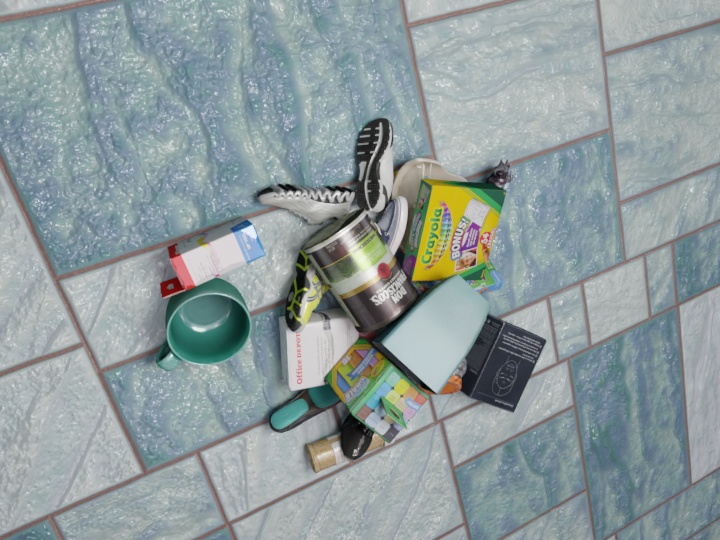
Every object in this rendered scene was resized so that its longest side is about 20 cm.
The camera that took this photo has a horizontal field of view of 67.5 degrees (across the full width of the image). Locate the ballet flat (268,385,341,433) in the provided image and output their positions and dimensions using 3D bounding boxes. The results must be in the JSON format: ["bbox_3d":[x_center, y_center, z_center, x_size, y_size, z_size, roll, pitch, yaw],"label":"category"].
[{"bbox_3d":[-0.109,0.294,1.190,0.200,0.073,0.073,-28,111,-13],"label":"ballet flat"}]

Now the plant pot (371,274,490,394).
[{"bbox_3d":[0.146,0.113,1.049,0.141,0.141,0.200,42,80,0],"label":"plant pot"}]

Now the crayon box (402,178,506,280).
[{"bbox_3d":[0.188,-0.079,1.096,0.172,0.058,0.200,-1,115,-24],"label":"crayon box"}]

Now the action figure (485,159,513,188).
[{"bbox_3d":[0.279,-0.169,1.198,0.200,0.069,0.130,-34,143,-28],"label":"action figure"}]

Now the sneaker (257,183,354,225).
[{"bbox_3d":[-0.109,-0.131,1.091,0.200,0.075,0.081,0,111,-21],"label":"sneaker"}]

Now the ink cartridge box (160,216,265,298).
[{"bbox_3d":[-0.291,-0.028,1.013,0.200,0.116,0.067,-25,110,-15],"label":"ink cartridge box"}]

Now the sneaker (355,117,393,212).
[{"bbox_3d":[0.035,-0.218,1.136,0.080,0.074,0.201,9,90,-62],"label":"sneaker"}]

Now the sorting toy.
[{"bbox_3d":[0.162,-0.140,1.184,0.180,0.107,0.201,-2,102,-29],"label":"sorting toy"}]

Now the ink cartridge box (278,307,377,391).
[{"bbox_3d":[-0.070,0.163,1.162,0.200,0.084,0.145,-7,104,-21],"label":"ink cartridge box"}]

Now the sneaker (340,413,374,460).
[{"bbox_3d":[0.010,0.322,1.203,0.075,0.079,0.200,22,69,3],"label":"sneaker"}]

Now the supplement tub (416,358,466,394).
[{"bbox_3d":[0.171,0.163,1.190,0.122,0.123,0.200,19,55,-24],"label":"supplement tub"}]

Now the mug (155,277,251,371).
[{"bbox_3d":[-0.308,0.092,1.029,0.185,0.114,0.152,-13,116,-16],"label":"mug"}]

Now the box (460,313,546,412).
[{"bbox_3d":[0.334,0.223,1.326,0.148,0.107,0.200,24,92,-25],"label":"box"}]

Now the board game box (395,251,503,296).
[{"bbox_3d":[0.195,0.002,1.204,0.200,0.151,0.037,-17,148,-17],"label":"board game box"}]

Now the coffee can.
[{"bbox_3d":[0.000,0.000,1.059,0.146,0.146,0.200,-36,104,-10],"label":"coffee can"}]

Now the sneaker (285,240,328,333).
[{"bbox_3d":[-0.096,0.035,1.095,0.076,0.075,0.200,28,63,-29],"label":"sneaker"}]

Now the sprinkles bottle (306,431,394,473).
[{"bbox_3d":[-0.022,0.400,1.245,0.200,0.068,0.068,-16,107,-17],"label":"sprinkles bottle"}]

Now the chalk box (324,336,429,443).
[{"bbox_3d":[0.038,0.241,1.069,0.124,0.200,0.125,-48,117,-5],"label":"chalk box"}]

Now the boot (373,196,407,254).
[{"bbox_3d":[0.030,-0.067,1.135,0.090,0.073,0.200,7,118,-20],"label":"boot"}]
